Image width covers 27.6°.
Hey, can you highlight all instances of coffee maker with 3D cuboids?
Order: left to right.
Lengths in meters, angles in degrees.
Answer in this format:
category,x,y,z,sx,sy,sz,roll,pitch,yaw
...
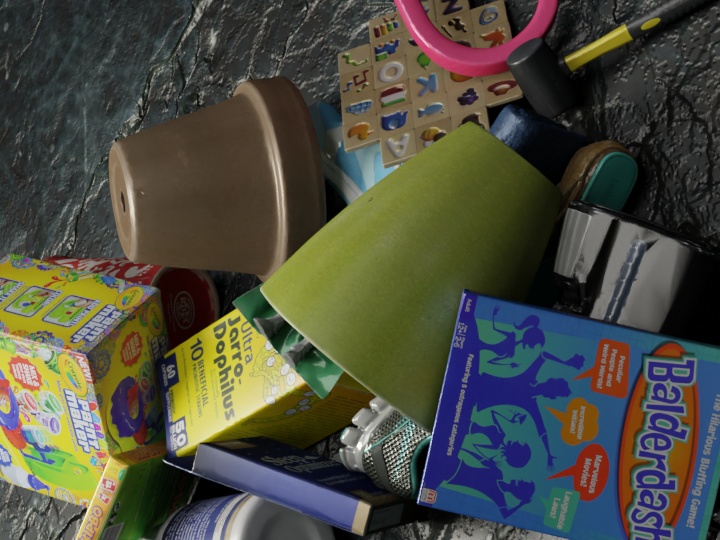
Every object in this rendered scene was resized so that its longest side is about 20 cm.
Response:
category,x,y,z,sx,sy,sz,roll,pitch,yaw
coffee maker,0.210,0.068,1.098,0.191,0.135,0.201,23,95,5

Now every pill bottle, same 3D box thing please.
category,x,y,z,sx,sy,sz,roll,pitch,yaw
pill bottle,-0.122,0.263,1.348,0.200,0.111,0.112,-18,64,49

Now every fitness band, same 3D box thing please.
category,x,y,z,sx,sy,sz,roll,pitch,yaw
fitness band,0.096,-0.268,1.302,0.143,0.037,0.201,-23,74,-1

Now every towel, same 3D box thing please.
category,x,y,z,sx,sy,sz,roll,pitch,yaw
towel,0.102,-0.046,1.234,0.049,0.111,0.200,43,109,31

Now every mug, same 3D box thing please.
category,x,y,z,sx,sy,sz,roll,pitch,yaw
mug,-0.245,0.061,1.562,0.199,0.178,0.134,-4,37,39

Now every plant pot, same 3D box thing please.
category,x,y,z,sx,sy,sz,roll,pitch,yaw
plant pot,-0.143,-0.075,1.391,0.200,0.174,0.201,171,90,-73
plant pot,0.056,-0.007,1.119,0.200,0.187,0.187,-52,46,2

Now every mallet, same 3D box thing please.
category,x,y,z,sx,sy,sz,roll,pitch,yaw
mallet,0.211,-0.202,1.215,0.200,0.066,0.041,-34,20,29

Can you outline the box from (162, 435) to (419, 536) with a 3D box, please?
category,x,y,z,sx,sy,sz,roll,pitch,yaw
box,-0.059,0.178,1.263,0.199,0.121,0.033,15,92,22

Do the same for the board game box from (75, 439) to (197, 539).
category,x,y,z,sx,sy,sz,roll,pitch,yaw
board game box,-0.203,0.211,1.400,0.030,0.200,0.096,26,98,18

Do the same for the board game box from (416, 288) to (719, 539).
category,x,y,z,sx,sy,sz,roll,pitch,yaw
board game box,0.152,0.108,1.016,0.199,0.045,0.153,12,93,4

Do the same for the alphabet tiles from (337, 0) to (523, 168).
category,x,y,z,sx,sy,sz,roll,pitch,yaw
alphabet tiles,0.060,-0.177,1.327,0.166,0.006,0.201,-16,47,13

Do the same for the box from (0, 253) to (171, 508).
category,x,y,z,sx,sy,sz,roll,pitch,yaw
box,-0.291,0.112,1.454,0.192,0.122,0.201,11,126,27

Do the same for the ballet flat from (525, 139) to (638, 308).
category,x,y,z,sx,sy,sz,roll,pitch,yaw
ballet flat,0.161,-0.017,1.211,0.201,0.068,0.072,-66,24,5

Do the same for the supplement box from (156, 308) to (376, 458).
category,x,y,z,sx,sy,sz,roll,pitch,yaw
supplement box,-0.084,0.102,1.373,0.200,0.109,0.109,-32,56,33

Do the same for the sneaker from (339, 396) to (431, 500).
category,x,y,z,sx,sy,sz,roll,pitch,yaw
sneaker,0.075,0.110,1.236,0.091,0.078,0.200,40,95,34

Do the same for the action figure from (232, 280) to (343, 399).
category,x,y,z,sx,sy,sz,roll,pitch,yaw
action figure,0.000,0.000,1.269,0.200,0.055,0.118,-42,79,-11

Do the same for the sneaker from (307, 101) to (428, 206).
category,x,y,z,sx,sy,sz,roll,pitch,yaw
sneaker,0.028,-0.119,1.361,0.131,0.079,0.200,-51,57,22
